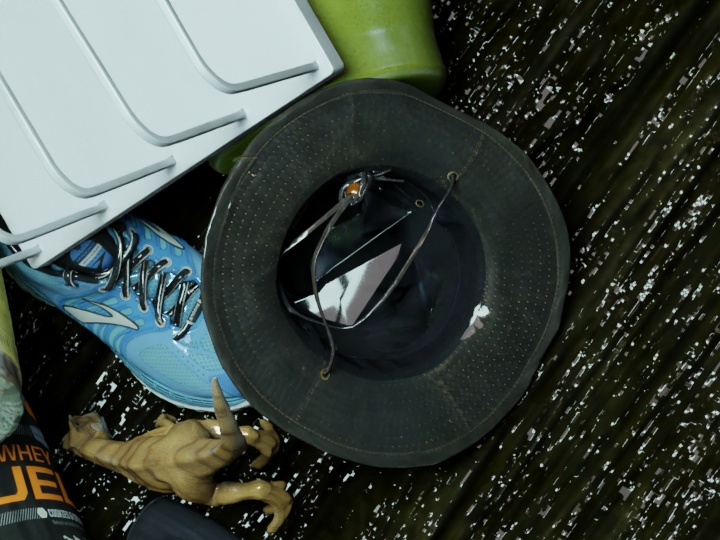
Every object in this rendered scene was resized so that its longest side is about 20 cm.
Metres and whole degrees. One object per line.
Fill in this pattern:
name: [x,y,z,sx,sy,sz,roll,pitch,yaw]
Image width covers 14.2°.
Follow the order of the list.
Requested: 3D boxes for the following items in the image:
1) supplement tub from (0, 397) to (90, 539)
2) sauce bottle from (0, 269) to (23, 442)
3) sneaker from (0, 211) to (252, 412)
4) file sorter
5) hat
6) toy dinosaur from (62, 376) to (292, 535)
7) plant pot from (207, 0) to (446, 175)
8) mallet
supplement tub: [-0.203,0.136,1.460,0.122,0.123,0.200,-31,67,6]
sauce bottle: [-0.209,0.006,1.446,0.065,0.065,0.200,-25,41,8]
sneaker: [-0.122,0.008,1.491,0.200,0.090,0.078,26,82,23]
file sorter: [-0.141,-0.098,1.372,0.200,0.124,0.139,-32,87,25]
hat: [0.000,0.000,1.443,0.201,0.200,0.081,-61,25,-7]
toy dinosaur: [-0.080,0.095,1.434,0.200,0.106,0.061,-11,71,56]
plant pot: [-0.047,-0.159,1.479,0.200,0.200,0.193,-24,79,9]
mallet: [-0.124,0.137,1.398,0.066,0.200,0.041,30,100,30]
